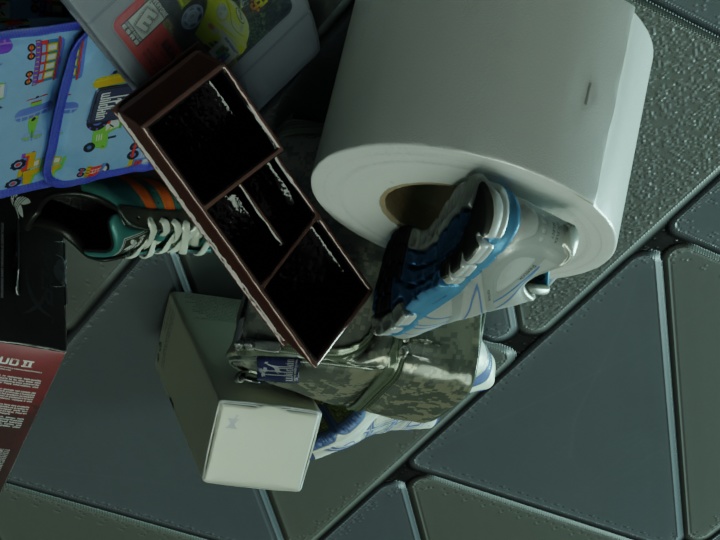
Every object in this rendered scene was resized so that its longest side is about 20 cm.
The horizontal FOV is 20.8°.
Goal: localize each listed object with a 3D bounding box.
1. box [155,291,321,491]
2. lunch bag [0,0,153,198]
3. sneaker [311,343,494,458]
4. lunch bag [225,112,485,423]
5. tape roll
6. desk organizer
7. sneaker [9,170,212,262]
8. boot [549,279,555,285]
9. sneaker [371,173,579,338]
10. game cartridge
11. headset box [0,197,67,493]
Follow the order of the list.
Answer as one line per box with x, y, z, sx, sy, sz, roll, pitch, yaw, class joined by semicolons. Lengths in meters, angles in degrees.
-0.096;0.088;1.481;0.082;0.200;0.069;9;110;-18;box
-0.202;-0.128;1.317;0.199;0.094;0.151;-6;137;-24;lunch bag
0.021;0.112;1.619;0.199;0.076;0.088;-28;136;22;sneaker
0.000;0.000;1.396;0.167;0.201;0.139;12;162;-10;lunch bag
0.079;-0.095;1.263;0.201;0.140;0.203;13;161;5;tape roll
-0.067;-0.040;1.249;0.072;0.077;0.200;-38;111;-7;desk organizer
-0.161;-0.036;1.420;0.199;0.080;0.071;13;135;-24;sneaker
0.137;-0.074;1.419;0.073;0.096;0.201;-4;139;-6;boot
0.071;0.005;1.232;0.086;0.075;0.200;14;162;-19;sneaker
-0.107;-0.172;1.264;0.133;0.041;0.200;-47;139;-9;game cartridge
-0.272;0.045;1.442;0.075;0.149;0.200;10;137;-21;headset box
